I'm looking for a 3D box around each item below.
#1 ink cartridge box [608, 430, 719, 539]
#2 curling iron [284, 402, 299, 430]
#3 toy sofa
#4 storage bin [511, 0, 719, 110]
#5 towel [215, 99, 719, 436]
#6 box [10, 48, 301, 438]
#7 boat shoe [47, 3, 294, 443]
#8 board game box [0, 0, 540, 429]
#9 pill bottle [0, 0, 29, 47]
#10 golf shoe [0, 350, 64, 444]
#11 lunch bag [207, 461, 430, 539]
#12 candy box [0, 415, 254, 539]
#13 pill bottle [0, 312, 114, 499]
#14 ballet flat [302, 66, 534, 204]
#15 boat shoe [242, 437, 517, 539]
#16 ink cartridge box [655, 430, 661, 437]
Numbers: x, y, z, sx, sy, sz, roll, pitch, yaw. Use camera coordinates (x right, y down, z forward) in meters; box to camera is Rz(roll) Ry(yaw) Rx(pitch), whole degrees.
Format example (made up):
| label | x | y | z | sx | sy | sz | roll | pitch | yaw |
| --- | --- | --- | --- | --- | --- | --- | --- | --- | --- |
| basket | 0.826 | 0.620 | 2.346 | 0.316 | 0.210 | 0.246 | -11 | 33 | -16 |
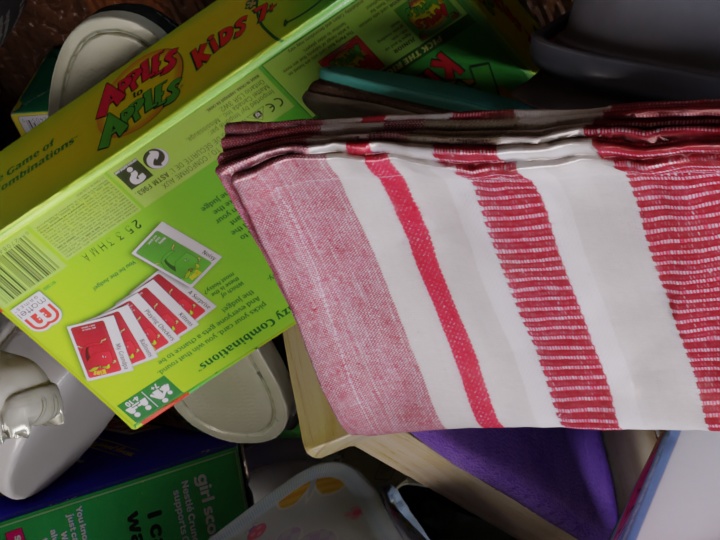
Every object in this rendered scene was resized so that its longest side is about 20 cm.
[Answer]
| label | x | y | z | sx | sy | sz | roll | pitch | yaw |
| --- | --- | --- | --- | --- | --- | --- | --- | --- | --- |
| ink cartridge box | 0.113 | 0.137 | 0.942 | 0.076 | 0.137 | 0.201 | 24 | 135 | 8 |
| curling iron | 0.000 | 0.000 | 1.012 | 0.026 | 0.050 | 0.200 | 45 | 139 | 12 |
| toy sofa | 0.060 | 0.045 | 0.987 | 0.097 | 0.083 | 0.200 | -23 | 149 | 22 |
| storage bin | 0.164 | -0.106 | 0.810 | 0.199 | 0.146 | 0.135 | 13 | 104 | 13 |
| towel | 0.066 | 0.006 | 0.808 | 0.199 | 0.023 | 0.144 | -2 | 139 | 23 |
| box | -0.051 | -0.006 | 1.082 | 0.117 | 0.049 | 0.201 | -1 | 131 | 26 |
| boat shoe | -0.059 | -0.028 | 0.978 | 0.074 | 0.066 | 0.200 | -2 | 130 | 26 |
| board game box | -0.033 | -0.037 | 0.890 | 0.199 | 0.048 | 0.102 | -33 | 127 | 18 |
| pill bottle | -0.196 | -0.085 | 0.947 | 0.116 | 0.201 | 0.117 | 14 | 140 | 12 |
| golf shoe | -0.202 | 0.017 | 0.972 | 0.199 | 0.078 | 0.098 | 8 | 98 | 20 |
| lunch bag | -0.032 | 0.163 | 1.003 | 0.127 | 0.169 | 0.200 | 54 | -178 | 5 |
| candy box | -0.170 | 0.122 | 1.122 | 0.169 | 0.199 | 0.078 | 6 | 109 | 52 |
| pill bottle | -0.189 | -0.003 | 1.063 | 0.200 | 0.113 | 0.113 | 36 | 142 | 13 |
| ballet flat | 0.076 | -0.023 | 0.837 | 0.199 | 0.067 | 0.064 | 6 | 100 | -15 |
| boat shoe | 0.020 | 0.098 | 1.141 | 0.199 | 0.069 | 0.075 | -9 | 130 | 33 |
| ink cartridge box | 0.202 | 0.007 | 0.943 | 0.199 | 0.084 | 0.146 | 1 | 135 | 25 |
